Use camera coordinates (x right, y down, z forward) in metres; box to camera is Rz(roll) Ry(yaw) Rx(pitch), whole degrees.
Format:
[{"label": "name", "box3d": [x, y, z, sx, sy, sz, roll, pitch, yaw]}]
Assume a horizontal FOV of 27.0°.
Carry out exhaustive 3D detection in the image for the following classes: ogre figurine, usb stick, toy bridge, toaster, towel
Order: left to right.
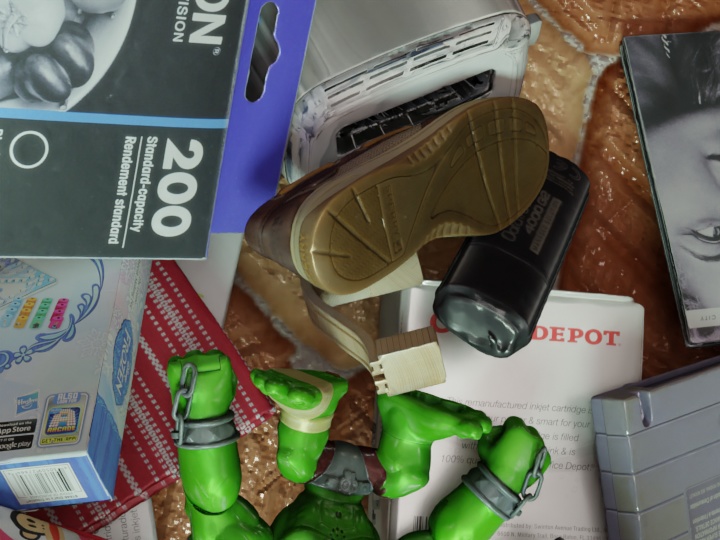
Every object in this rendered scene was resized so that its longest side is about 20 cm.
[{"label": "towel", "box3d": [-0.163, 0.072, 0.791, 0.199, 0.023, 0.145, -31, 72, -20]}, {"label": "ogre figurine", "box3d": [-0.008, 0.117, 0.770, 0.198, 0.098, 0.122, 10, 98, -32]}, {"label": "toy bridge", "box3d": [0.000, 0.000, 0.820, 0.066, 0.201, 0.027, -14, 123, 2]}, {"label": "toaster", "box3d": [0.001, -0.125, 0.837, 0.198, 0.114, 0.130, -22, 61, -16]}, {"label": "usb stick", "box3d": [0.088, -0.016, 0.837, 0.055, 0.200, 0.033, 27, 123, 4]}]

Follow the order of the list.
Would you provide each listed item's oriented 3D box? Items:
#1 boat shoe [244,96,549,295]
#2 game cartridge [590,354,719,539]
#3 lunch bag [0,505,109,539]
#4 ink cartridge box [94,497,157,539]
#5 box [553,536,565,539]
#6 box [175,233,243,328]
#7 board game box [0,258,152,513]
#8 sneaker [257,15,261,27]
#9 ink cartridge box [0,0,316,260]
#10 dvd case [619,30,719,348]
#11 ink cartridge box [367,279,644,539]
[{"label": "boat shoe", "box3d": [0.022, -0.045, 0.787, 0.199, 0.071, 0.073, -30, 119, -39]}, {"label": "game cartridge", "box3d": [0.212, 0.115, 0.865, 0.198, 0.038, 0.132, -12, 100, -39]}, {"label": "lunch bag", "box3d": [-0.168, 0.215, 0.702, 0.175, 0.082, 0.201, 24, 109, -25]}, {"label": "ink cartridge box", "box3d": [-0.201, 0.204, 0.805, 0.197, 0.085, 0.147, -9, 87, -9]}, {"label": "box", "box3d": [0.090, 0.288, 0.776, 0.199, 0.123, 0.199, -37, 113, 5]}, {"label": "box", "box3d": [-0.143, -0.003, 0.858, 0.142, 0.036, 0.203, 13, 81, -8]}, {"label": "board game box", "box3d": [-0.209, 0.034, 0.751, 0.197, 0.044, 0.201, -7, 46, 9]}, {"label": "sneaker", "box3d": [-0.137, -0.100, 0.783, 0.199, 0.066, 0.079, -34, 61, 14]}, {"label": "ink cartridge box", "box3d": [-0.103, -0.101, 0.693, 0.198, 0.043, 0.201, -2, 115, -32]}, {"label": "dvd case", "box3d": [0.248, -0.056, 0.917, 0.146, 0.016, 0.203, -5, 71, -11]}, {"label": "ink cartridge box", "box3d": [0.081, 0.114, 0.864, 0.144, 0.083, 0.203, 5, 84, -9]}]
